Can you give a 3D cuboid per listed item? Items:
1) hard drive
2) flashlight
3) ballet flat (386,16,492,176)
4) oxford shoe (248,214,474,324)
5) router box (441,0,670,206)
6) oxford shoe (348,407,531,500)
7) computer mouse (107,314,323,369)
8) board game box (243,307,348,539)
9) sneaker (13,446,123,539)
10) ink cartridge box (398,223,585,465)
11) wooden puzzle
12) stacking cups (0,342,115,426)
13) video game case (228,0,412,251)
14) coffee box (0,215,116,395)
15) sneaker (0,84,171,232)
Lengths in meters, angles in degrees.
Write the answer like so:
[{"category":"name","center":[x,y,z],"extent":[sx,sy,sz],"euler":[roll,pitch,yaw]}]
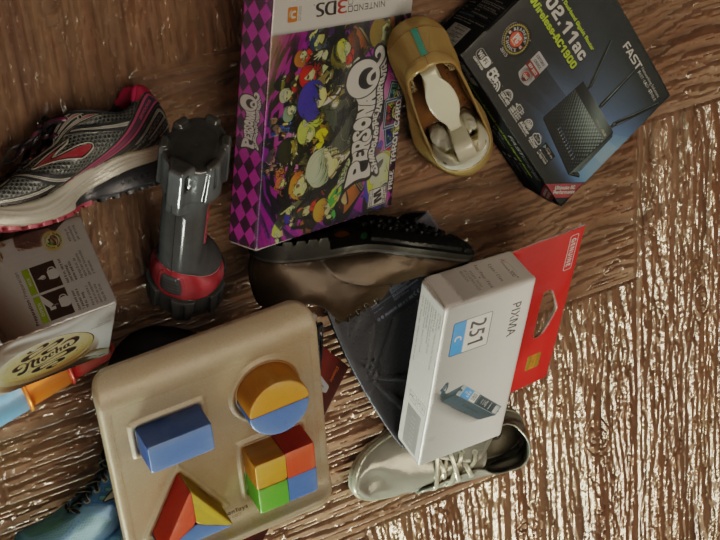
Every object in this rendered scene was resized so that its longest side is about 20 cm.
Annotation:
[{"category":"hard drive","center":[0.042,0.052,1.327],"extent":[0.134,0.042,0.201],"euler":[-35,123,-12]},{"category":"flashlight","center":[-0.129,-0.040,1.116],"extent":[0.067,0.068,0.201],"euler":[-15,149,-21]},{"category":"ballet flat","center":[0.071,-0.128,1.225],"extent":[0.068,0.063,0.200],"euler":[-28,140,6]},{"category":"oxford shoe","center":[0.000,0.000,1.230],"extent":[0.198,0.073,0.085],"euler":[-2,111,-15]},{"category":"router box","center":[0.170,-0.179,1.288],"extent":[0.150,0.062,0.200],"euler":[-45,126,-7]},{"category":"oxford shoe","center":[0.082,0.180,1.400],"extent":[0.198,0.058,0.076],"euler":[-11,119,-24]},{"category":"computer mouse","center":[-0.110,0.094,1.196],"extent":[0.199,0.053,0.140],"euler":[11,81,-32]},{"category":"board game box","center":[-0.090,0.142,1.254],"extent":[0.103,0.019,0.201],"euler":[40,65,-33]},{"category":"sneaker","center":[-0.210,0.178,1.226],"extent":[0.199,0.078,0.091],"euler":[-32,114,-26]},{"category":"ink cartridge box","center":[0.125,0.068,1.298],"extent":[0.175,0.045,0.201],"euler":[-18,138,-25]},{"category":"wooden puzzle","center":[-0.107,0.141,1.150],"extent":[0.184,0.046,0.201],"euler":[-20,125,-20]},{"category":"stacking cups","center":[-0.290,0.099,1.150],"extent":[0.199,0.060,0.061],"euler":[-31,124,-22]},{"category":"video game case","center":[-0.030,-0.132,1.169],"extent":[0.181,0.036,0.202],"euler":[-20,122,-49]},{"category":"coffee box","center":[-0.289,0.045,1.075],"extent":[0.199,0.080,0.113],"euler":[-21,163,-22]},{"category":"sneaker","center":[-0.233,-0.079,1.090],"extent":[0.199,0.080,0.075],"euler":[-26,107,-34]}]
